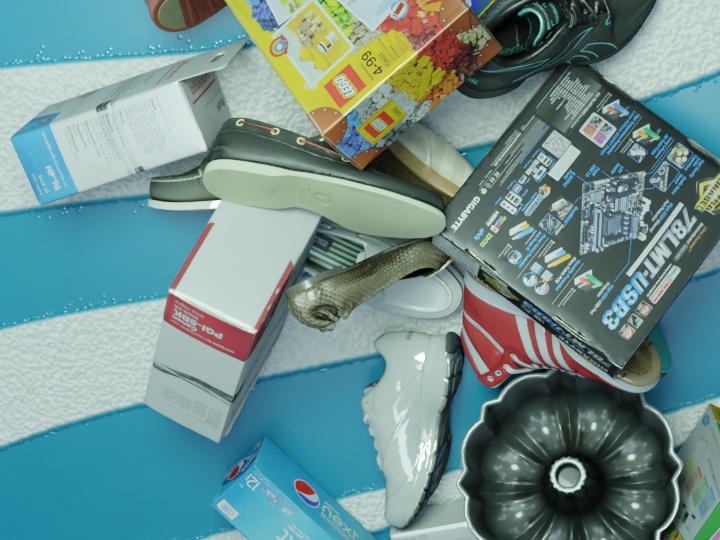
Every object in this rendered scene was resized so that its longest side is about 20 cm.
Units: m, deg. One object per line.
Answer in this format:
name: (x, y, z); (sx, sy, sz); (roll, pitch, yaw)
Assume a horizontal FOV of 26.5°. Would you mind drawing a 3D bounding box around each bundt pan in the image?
bundt pan: (0.192, 0.191, 1.388); (0.201, 0.076, 0.202); (-4, 72, 13)

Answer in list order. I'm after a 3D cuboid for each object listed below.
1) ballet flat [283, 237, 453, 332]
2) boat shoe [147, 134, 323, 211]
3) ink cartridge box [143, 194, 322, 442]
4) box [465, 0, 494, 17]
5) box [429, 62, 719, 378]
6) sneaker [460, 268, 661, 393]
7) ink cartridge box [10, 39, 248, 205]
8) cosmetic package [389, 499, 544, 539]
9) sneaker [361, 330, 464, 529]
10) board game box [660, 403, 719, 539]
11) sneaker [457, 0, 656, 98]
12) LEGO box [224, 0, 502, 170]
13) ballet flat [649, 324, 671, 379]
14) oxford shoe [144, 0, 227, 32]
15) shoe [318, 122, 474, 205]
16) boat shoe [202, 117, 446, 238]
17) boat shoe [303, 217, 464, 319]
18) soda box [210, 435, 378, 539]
ballet flat: (0.016, 0.010, 1.291); (0.067, 0.200, 0.046); (-30, 83, 43)
boat shoe: (-0.099, -0.087, 1.354); (0.201, 0.072, 0.060); (-4, 100, 21)
ink cartridge box: (-0.112, 0.034, 1.318); (0.083, 0.147, 0.200); (25, 144, 2)
box: (0.069, -0.232, 1.289); (0.064, 0.070, 0.200); (41, 109, -11)
box: (0.193, -0.048, 1.282); (0.198, 0.050, 0.200); (37, 79, 7)
sneaker: (0.171, 0.072, 1.352); (0.200, 0.071, 0.113); (34, 137, 27)
ink cartridge box: (-0.186, -0.130, 1.328); (0.200, 0.116, 0.068); (-17, 108, 13)
cosmetic package: (0.135, 0.259, 1.468); (0.199, 0.051, 0.083); (-12, 110, 10)
sneaker: (0.043, 0.145, 1.437); (0.087, 0.075, 0.201); (12, 104, 14)
board game box: (0.292, 0.240, 1.391); (0.040, 0.153, 0.200); (27, 111, -6)
sneaker: (0.167, -0.201, 1.254); (0.200, 0.079, 0.076); (-30, 85, -13)
LEGO box: (-0.007, -0.206, 1.218); (0.149, 0.077, 0.200); (-40, 59, 8)
ballet flat: (0.208, 0.013, 1.373); (0.075, 0.068, 0.200); (-20, 103, 35)
oxford shoe: (-0.102, -0.283, 1.291); (0.200, 0.075, 0.070); (-29, 148, -3)
shoe: (0.049, -0.091, 1.357); (0.200, 0.053, 0.070); (36, 143, -3)
boat shoe: (-0.025, -0.076, 1.245); (0.201, 0.063, 0.074); (14, 151, 1)
boat shoe: (0.000, 0.000, 1.381); (0.200, 0.067, 0.074); (21, 111, -2)
soda box: (-0.047, 0.258, 1.478); (0.064, 0.068, 0.200); (-42, 101, 18)
